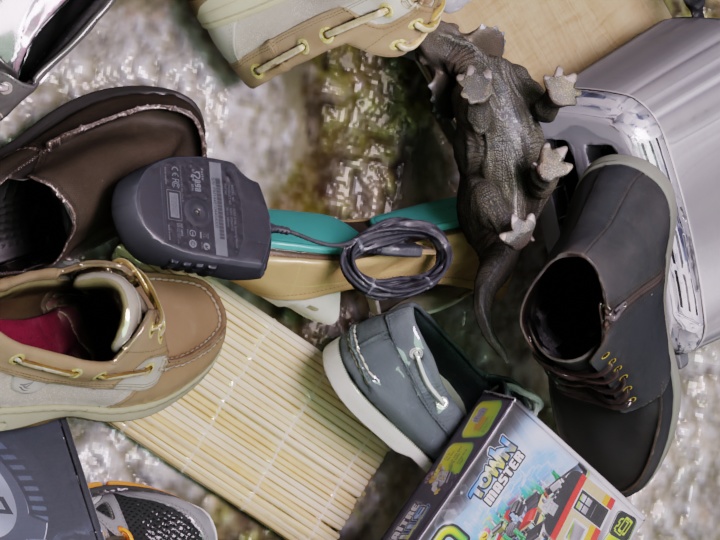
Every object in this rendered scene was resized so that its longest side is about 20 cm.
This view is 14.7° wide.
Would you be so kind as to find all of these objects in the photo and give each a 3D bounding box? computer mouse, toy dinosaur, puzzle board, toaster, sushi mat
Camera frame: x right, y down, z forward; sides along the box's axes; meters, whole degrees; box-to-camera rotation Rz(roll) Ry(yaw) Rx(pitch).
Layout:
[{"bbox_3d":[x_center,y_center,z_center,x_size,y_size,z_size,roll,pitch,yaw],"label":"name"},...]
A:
[{"bbox_3d":[-0.040,-0.016,1.413,0.199,0.034,0.059,11,63,-31],"label":"computer mouse"},{"bbox_3d":[0.074,-0.055,1.458,0.076,0.102,0.202,-14,87,-9],"label":"toy dinosaur"},{"bbox_3d":[0.077,-0.169,1.544,0.150,0.017,0.201,-38,107,-20],"label":"puzzle board"},{"bbox_3d":[0.171,-0.050,1.525,0.129,0.113,0.201,-29,116,-35],"label":"toaster"},{"bbox_3d":[-0.069,0.066,1.479,0.199,0.012,0.096,35,76,-24],"label":"sushi mat"}]

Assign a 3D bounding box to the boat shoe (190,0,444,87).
[{"bbox_3d":[0.009,-0.143,1.413,0.074,0.199,0.067,-48,118,-49],"label":"boat shoe"}]

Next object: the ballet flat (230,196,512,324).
[{"bbox_3d":[0.000,0.000,1.485,0.199,0.069,0.064,-5,112,-25],"label":"ballet flat"}]

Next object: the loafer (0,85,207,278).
[{"bbox_3d":[-0.152,-0.030,1.387,0.199,0.071,0.073,-27,121,-27],"label":"loafer"}]

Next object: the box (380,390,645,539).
[{"bbox_3d":[0.052,0.176,1.451,0.110,0.035,0.201,41,76,-24],"label":"box"}]

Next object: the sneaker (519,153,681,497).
[{"bbox_3d":[0.116,0.050,1.446,0.106,0.074,0.201,-50,143,-51],"label":"sneaker"}]

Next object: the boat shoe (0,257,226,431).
[{"bbox_3d":[-0.129,0.031,1.365,0.199,0.066,0.074,-15,64,-51],"label":"boat shoe"}]

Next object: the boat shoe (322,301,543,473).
[{"bbox_3d":[0.068,0.087,1.503,0.062,0.073,0.200,-40,119,21],"label":"boat shoe"}]

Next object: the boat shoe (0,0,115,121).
[{"bbox_3d":[-0.170,-0.130,1.393,0.067,0.057,0.200,45,73,-23],"label":"boat shoe"}]

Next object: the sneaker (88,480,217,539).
[{"bbox_3d":[-0.158,0.156,1.401,0.199,0.077,0.079,-11,96,-28],"label":"sneaker"}]

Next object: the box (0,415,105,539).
[{"bbox_3d":[-0.232,0.104,1.328,0.199,0.044,0.161,-3,53,-26],"label":"box"}]

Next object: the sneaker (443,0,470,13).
[{"bbox_3d":[0.066,-0.236,1.486,0.099,0.078,0.200,35,61,4],"label":"sneaker"}]
